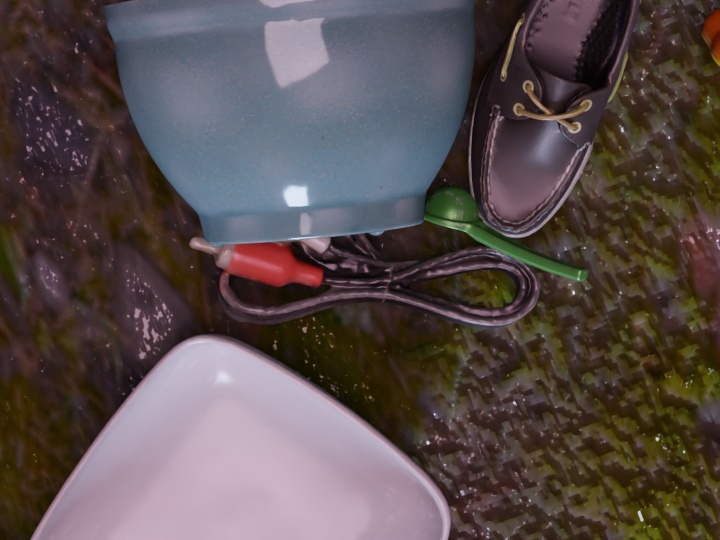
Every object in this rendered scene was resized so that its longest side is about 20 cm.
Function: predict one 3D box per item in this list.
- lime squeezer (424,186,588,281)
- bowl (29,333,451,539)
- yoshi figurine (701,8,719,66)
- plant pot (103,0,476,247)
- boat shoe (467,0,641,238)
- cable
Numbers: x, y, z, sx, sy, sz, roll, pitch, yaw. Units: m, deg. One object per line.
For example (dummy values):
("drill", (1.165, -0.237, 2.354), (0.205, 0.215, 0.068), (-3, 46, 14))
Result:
("lime squeezer", (0.052, -0.054, 1.553), (0.071, 0.038, 0.200), (-39, 69, 15))
("bowl", (-0.068, 0.150, 1.580), (0.200, 0.075, 0.200), (36, 97, -3))
("yoshi figurine", (0.282, -0.182, 1.533), (0.200, 0.112, 0.112), (-52, 54, 20))
("plant pot", (-0.030, -0.084, 1.478), (0.200, 0.200, 0.134), (-6, 94, 2))
("boat shoe", (0.109, -0.112, 1.547), (0.072, 0.061, 0.201), (18, 98, -2))
("cable", (0.000, 0.000, 1.563), (0.200, 0.050, 0.097), (20, 75, 1))
